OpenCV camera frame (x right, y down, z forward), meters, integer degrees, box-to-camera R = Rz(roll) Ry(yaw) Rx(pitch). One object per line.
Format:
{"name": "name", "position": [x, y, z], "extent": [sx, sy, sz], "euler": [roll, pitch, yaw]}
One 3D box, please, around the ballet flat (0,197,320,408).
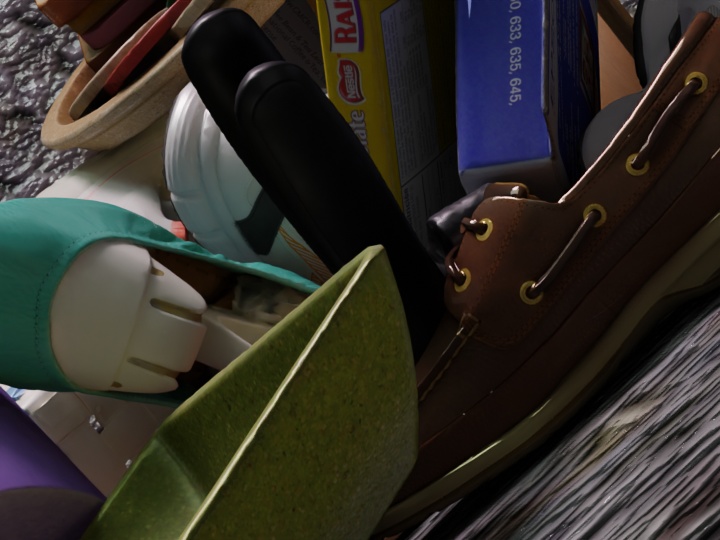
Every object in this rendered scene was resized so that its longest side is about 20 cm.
{"name": "ballet flat", "position": [-0.065, 0.017, 0.889], "extent": [0.200, 0.070, 0.068], "euler": [12, -86, -51]}

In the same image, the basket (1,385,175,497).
{"name": "basket", "position": [-0.142, 0.100, 1.109], "extent": [0.200, 0.177, 0.139], "euler": [-23, 19, 49]}

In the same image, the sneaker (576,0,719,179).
{"name": "sneaker", "position": [0.152, -0.077, 0.887], "extent": [0.115, 0.076, 0.201], "euler": [-31, 15, 31]}

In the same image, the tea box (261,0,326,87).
{"name": "tea box", "position": [0.029, -0.075, 1.202], "extent": [0.134, 0.200, 0.197], "euler": [-42, 0, 12]}

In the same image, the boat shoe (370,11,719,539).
{"name": "boat shoe", "position": [0.056, 0.004, 0.783], "extent": [0.200, 0.068, 0.072], "euler": [-42, 2, 4]}

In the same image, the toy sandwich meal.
{"name": "toy sandwich meal", "position": [-0.076, -0.133, 1.046], "extent": [0.205, 0.070, 0.205], "euler": [-42, 16, 15]}

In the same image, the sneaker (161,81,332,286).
{"name": "sneaker", "position": [0.000, 0.000, 1.004], "extent": [0.080, 0.200, 0.074], "euler": [-3, 56, 28]}

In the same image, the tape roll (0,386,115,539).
{"name": "tape roll", "position": [-0.175, 0.126, 0.862], "extent": [0.200, 0.085, 0.200], "euler": [-33, -33, -24]}

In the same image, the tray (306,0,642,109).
{"name": "tray", "position": [0.057, -0.084, 1.028], "extent": [0.099, 0.200, 0.037], "euler": [-42, -32, 14]}

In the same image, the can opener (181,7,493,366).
{"name": "can opener", "position": [-0.004, -0.021, 0.802], "extent": [0.079, 0.063, 0.200], "euler": [-51, -38, -6]}

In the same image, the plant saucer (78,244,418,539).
{"name": "plant saucer", "position": [-0.060, 0.107, 0.726], "extent": [0.200, 0.048, 0.200], "euler": [-57, 8, -27]}

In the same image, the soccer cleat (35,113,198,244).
{"name": "soccer cleat", "position": [-0.101, -0.022, 1.053], "extent": [0.077, 0.070, 0.200], "euler": [-7, 16, 2]}

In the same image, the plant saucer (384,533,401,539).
{"name": "plant saucer", "position": [-0.012, 0.081, 0.935], "extent": [0.200, 0.037, 0.200], "euler": [-43, 2, 2]}

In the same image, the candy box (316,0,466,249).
{"name": "candy box", "position": [0.016, -0.080, 0.912], "extent": [0.026, 0.201, 0.102], "euler": [2, 21, 25]}

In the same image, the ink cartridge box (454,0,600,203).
{"name": "ink cartridge box", "position": [0.056, -0.111, 0.898], "extent": [0.047, 0.198, 0.200], "euler": [-3, -18, 11]}
